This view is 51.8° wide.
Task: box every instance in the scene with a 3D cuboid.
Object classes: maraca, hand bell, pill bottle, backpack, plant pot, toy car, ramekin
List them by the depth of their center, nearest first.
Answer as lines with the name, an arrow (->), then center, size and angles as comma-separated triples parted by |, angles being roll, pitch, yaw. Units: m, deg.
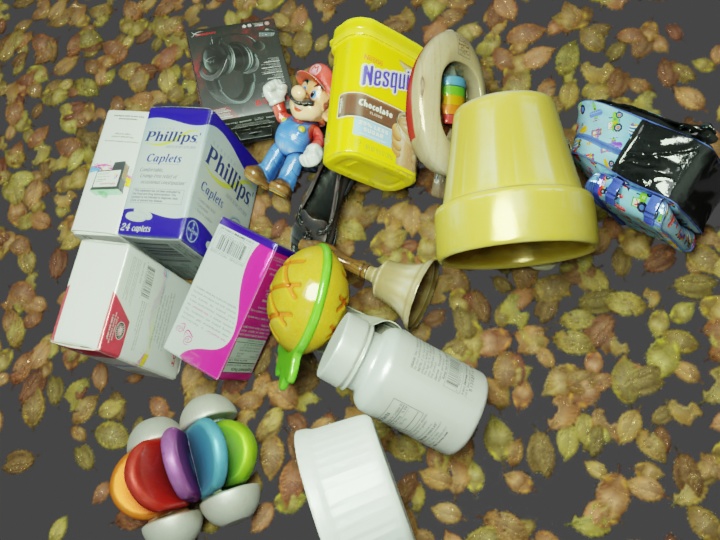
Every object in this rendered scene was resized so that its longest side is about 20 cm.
ramekin -> -0.002, 0.276, 0.899 | 0.096, 0.201, 0.203 | -20, 67, -2
plant pot -> 0.187, -0.110, 0.922 | 0.197, 0.201, 0.192 | -5, 82, 12
pill bottle -> 0.051, 0.139, 0.935 | 0.198, 0.114, 0.116 | 28, 78, -7
backpack -> 0.357, -0.133, 0.963 | 0.199, 0.182, 0.136 | 35, 99, 36
toy car -> -0.238, 0.263, 0.984 | 0.197, 0.150, 0.177 | -23, 67, 5
maraca -> -0.078, 0.060, 0.996 | 0.105, 0.137, 0.203 | 17, 101, -14
hand bell -> 0.000, 0.000, 1.037 | 0.198, 0.104, 0.105 | 21, 77, 18

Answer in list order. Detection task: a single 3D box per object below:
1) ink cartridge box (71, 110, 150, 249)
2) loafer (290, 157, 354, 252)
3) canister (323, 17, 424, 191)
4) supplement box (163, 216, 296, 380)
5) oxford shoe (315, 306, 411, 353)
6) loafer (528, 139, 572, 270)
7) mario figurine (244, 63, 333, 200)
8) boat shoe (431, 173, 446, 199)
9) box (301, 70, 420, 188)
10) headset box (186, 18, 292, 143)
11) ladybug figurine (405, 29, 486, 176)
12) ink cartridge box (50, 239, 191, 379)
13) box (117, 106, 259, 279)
ink cartridge box -> -0.349, -0.122, 1.149 | 0.083, 0.145, 0.203 | 6, 72, 16
loafer -> -0.063, -0.091, 1.086 | 0.071, 0.063, 0.203 | 22, 95, 16
canister -> 0.022, -0.230, 1.048 | 0.086, 0.147, 0.203 | -15, 64, 51
supplement box -> -0.178, 0.044, 1.053 | 0.100, 0.103, 0.202 | 25, 89, 20
oxford shoe -> -0.012, 0.088, 1.040 | 0.197, 0.058, 0.076 | 14, 79, 21
loafer -> 0.257, -0.101, 1.031 | 0.074, 0.068, 0.203 | 4, 72, 15
mario figurine -> -0.102, -0.214, 1.085 | 0.122, 0.106, 0.202 | 27, 89, -10
boat shoe -> 0.133, -0.202, 1.096 | 0.071, 0.072, 0.203 | -2, 71, 15
box -> 0.007, -0.222, 1.149 | 0.197, 0.049, 0.162 | 11, 76, 17
headset box -> -0.187, -0.292, 1.185 | 0.146, 0.077, 0.203 | -11, 66, -10
ladybug figurine -> 0.112, -0.227, 1.016 | 0.071, 0.134, 0.204 | -2, 81, 50
ink cartridge box -> -0.326, 0.061, 1.050 | 0.084, 0.200, 0.150 | 5, 72, 16
box -> -0.244, -0.108, 1.097 | 0.103, 0.184, 0.203 | 3, 72, 17
